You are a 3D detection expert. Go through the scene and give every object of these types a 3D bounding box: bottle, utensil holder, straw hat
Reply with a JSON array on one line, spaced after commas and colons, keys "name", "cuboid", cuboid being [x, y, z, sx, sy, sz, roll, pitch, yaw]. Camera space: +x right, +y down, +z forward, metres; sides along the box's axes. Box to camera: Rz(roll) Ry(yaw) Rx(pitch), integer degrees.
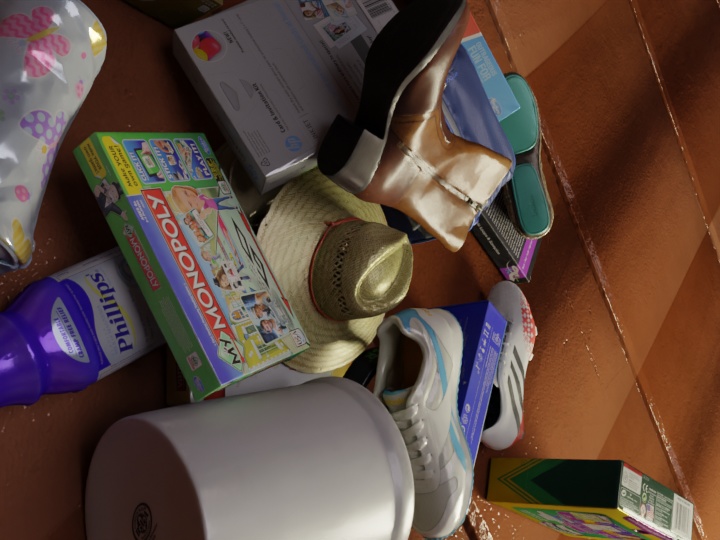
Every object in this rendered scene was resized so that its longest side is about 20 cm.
[{"name": "bottle", "cuboid": [-0.208, 0.042, 0.641, 0.199, 0.065, 0.085, -30, 97, -48]}, {"name": "utensil holder", "cuboid": [-0.084, 0.176, 0.681, 0.198, 0.168, 0.174, 0, 81, -46]}, {"name": "straw hat", "cuboid": [0.000, 0.000, 0.799, 0.199, 0.084, 0.206, 0, 90, -49]}]

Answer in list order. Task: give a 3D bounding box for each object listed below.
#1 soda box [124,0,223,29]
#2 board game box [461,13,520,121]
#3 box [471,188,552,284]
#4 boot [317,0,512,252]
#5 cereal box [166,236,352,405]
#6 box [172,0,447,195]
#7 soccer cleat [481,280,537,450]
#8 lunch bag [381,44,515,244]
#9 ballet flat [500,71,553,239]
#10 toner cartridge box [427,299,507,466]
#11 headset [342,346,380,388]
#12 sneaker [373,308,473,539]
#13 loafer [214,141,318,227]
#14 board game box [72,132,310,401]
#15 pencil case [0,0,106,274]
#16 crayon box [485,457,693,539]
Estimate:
[{"name": "soda box", "cuboid": [-0.202, -0.273, 0.718, 0.198, 0.067, 0.065, 21, 66, -45]}, {"name": "board game box", "cuboid": [0.111, -0.267, 1.025, 0.154, 0.040, 0.201, 56, 12, -26]}, {"name": "box", "cuboid": [0.173, -0.102, 1.143, 0.201, 0.036, 0.144, 51, 47, -30]}, {"name": "boot", "cuboid": [0.081, -0.123, 0.788, 0.198, 0.068, 0.191, 23, 98, -44]}, {"name": "cereal box", "cuboid": [-0.085, 0.045, 0.802, 0.198, 0.039, 0.147, 6, 79, -49]}, {"name": "box", "cuboid": [-0.044, -0.180, 0.801, 0.198, 0.041, 0.157, -30, 80, -23]}, {"name": "soccer cleat", "cuboid": [0.162, 0.107, 1.059, 0.085, 0.068, 0.204, 22, 70, -49]}, {"name": "lunch bag", "cuboid": [0.063, -0.122, 0.939, 0.132, 0.134, 0.202, -45, 113, -40]}, {"name": "ballet flat", "cuboid": [0.191, -0.139, 1.104, 0.065, 0.069, 0.205, -112, -167, -84]}, {"name": "toner cartridge box", "cuboid": [0.087, 0.131, 0.943, 0.043, 0.094, 0.203, 42, 53, -34]}, {"name": "headset", "cuboid": [0.015, 0.177, 0.839, 0.123, 0.093, 0.204, 2, 102, -59]}, {"name": "sneaker", "cuboid": [0.049, 0.136, 0.794, 0.080, 0.076, 0.205, 4, 79, -50]}, {"name": "loafer", "cuboid": [-0.071, -0.106, 0.829, 0.201, 0.067, 0.077, -52, 125, -42]}, {"name": "board game box", "cuboid": [-0.123, -0.012, 0.687, 0.203, 0.029, 0.134, 62, 25, 5]}, {"name": "pencil case", "cuboid": [-0.242, -0.101, 0.620, 0.090, 0.083, 0.204, 24, 62, -27]}, {"name": "crayon box", "cuboid": [0.275, 0.275, 1.069, 0.199, 0.170, 0.059, 33, 61, -40]}]
